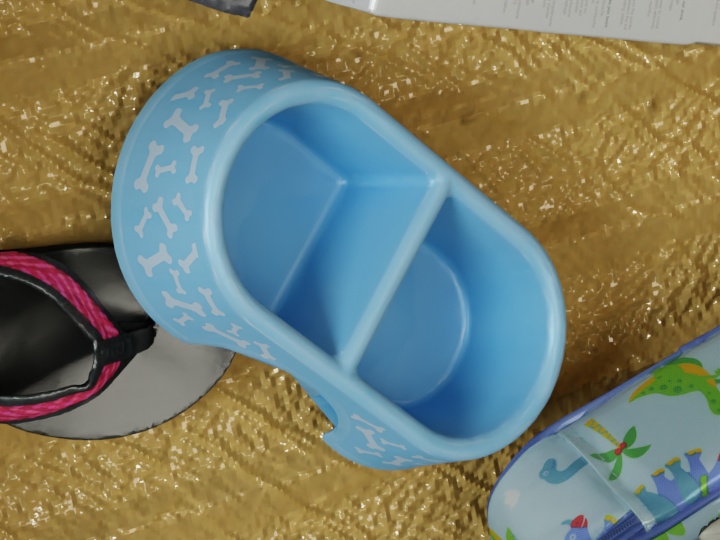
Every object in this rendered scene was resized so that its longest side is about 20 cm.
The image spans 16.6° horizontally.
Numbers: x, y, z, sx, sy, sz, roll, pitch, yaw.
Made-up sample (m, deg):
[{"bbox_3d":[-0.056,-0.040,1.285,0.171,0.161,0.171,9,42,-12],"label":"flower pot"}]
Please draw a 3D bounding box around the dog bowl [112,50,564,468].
[{"bbox_3d":[0.000,0.000,0.919,0.200,0.049,0.112,38,72,-33],"label":"dog bowl"}]

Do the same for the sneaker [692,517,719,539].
[{"bbox_3d":[0.181,0.142,0.928,0.199,0.085,0.077,8,118,-40],"label":"sneaker"}]

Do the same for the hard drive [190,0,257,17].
[{"bbox_3d":[-0.100,-0.184,0.849,0.200,0.042,0.135,24,93,-28],"label":"hard drive"}]

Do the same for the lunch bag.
[{"bbox_3d":[0.156,0.103,1.002,0.200,0.082,0.161,-29,136,-14],"label":"lunch bag"}]

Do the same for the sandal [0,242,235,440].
[{"bbox_3d":[-0.135,0.022,0.887,0.199,0.045,0.075,10,98,-26],"label":"sandal"}]

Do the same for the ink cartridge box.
[{"bbox_3d":[0.078,-0.138,0.931,0.199,0.037,0.095,1,104,-38],"label":"ink cartridge box"}]
